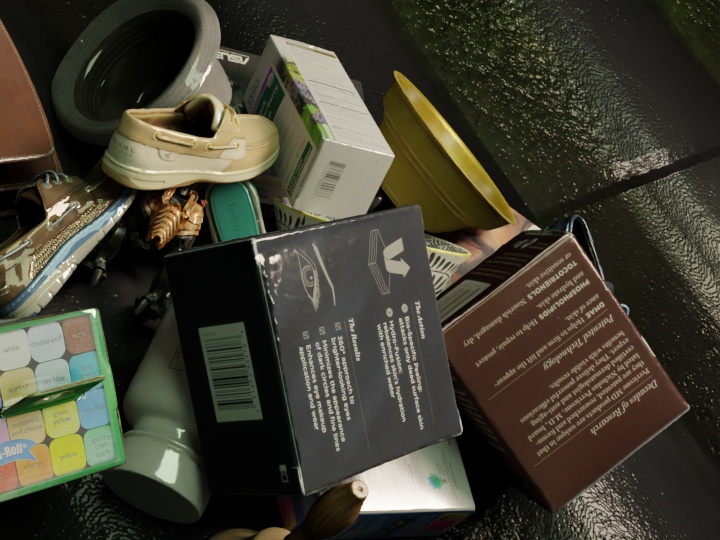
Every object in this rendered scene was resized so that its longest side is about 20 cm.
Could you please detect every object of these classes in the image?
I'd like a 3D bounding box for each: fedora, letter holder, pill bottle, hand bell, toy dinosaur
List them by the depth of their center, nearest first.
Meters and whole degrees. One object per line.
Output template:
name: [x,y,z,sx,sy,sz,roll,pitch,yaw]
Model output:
hand bell: [-0.048,0.218,1.155,0.103,0.200,0.105,18,50,-24]
pill bottle: [-0.137,0.105,1.224,0.114,0.114,0.201,30,59,-13]
toy dinosaur: [-0.186,-0.038,1.283,0.102,0.136,0.200,35,1,12]
letter holder: [-0.335,-0.157,1.298,0.141,0.101,0.201,-12,67,-42]
fedora: [-0.196,-0.175,1.383,0.090,0.199,0.178,46,69,-42]

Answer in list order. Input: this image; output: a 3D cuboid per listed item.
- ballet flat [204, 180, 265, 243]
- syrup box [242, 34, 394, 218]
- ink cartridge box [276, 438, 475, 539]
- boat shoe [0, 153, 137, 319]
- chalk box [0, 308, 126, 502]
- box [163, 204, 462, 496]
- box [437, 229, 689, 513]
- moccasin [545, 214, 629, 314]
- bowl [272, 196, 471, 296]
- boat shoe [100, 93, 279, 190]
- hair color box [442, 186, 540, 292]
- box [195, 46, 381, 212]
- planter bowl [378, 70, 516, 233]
ballet flat: [-0.105,0.009,1.350,0.069,0.069,0.202,-12,93,-40]
syrup box: [-0.045,-0.139,1.385,0.081,0.079,0.200,11,32,-29]
ink cartridge box: [-0.009,0.169,1.304,0.199,0.076,0.137,6,56,-34]
boat shoe: [-0.258,-0.047,1.235,0.072,0.072,0.201,47,51,-22]
chalk box: [-0.260,0.101,1.071,0.124,0.199,0.125,-12,93,-39]
box: [-0.035,0.062,1.169,0.199,0.117,0.198,-13,93,-46]
box: [0.167,0.089,1.357,0.164,0.166,0.201,-37,97,-6]
moccasin: [0.242,0.029,1.586,0.080,0.068,0.201,0,60,-35]
bowl: [0.000,0.000,1.398,0.199,0.095,0.201,15,7,-2]
boat shoe: [-0.139,-0.120,1.273,0.074,0.070,0.199,33,30,27]
hair color box: [0.128,0.018,1.520,0.111,0.064,0.201,34,45,-9]
box: [-0.083,-0.143,1.498,0.199,0.048,0.159,11,53,-29]
planter bowl: [0.068,-0.100,1.477,0.201,0.083,0.201,48,12,-14]
